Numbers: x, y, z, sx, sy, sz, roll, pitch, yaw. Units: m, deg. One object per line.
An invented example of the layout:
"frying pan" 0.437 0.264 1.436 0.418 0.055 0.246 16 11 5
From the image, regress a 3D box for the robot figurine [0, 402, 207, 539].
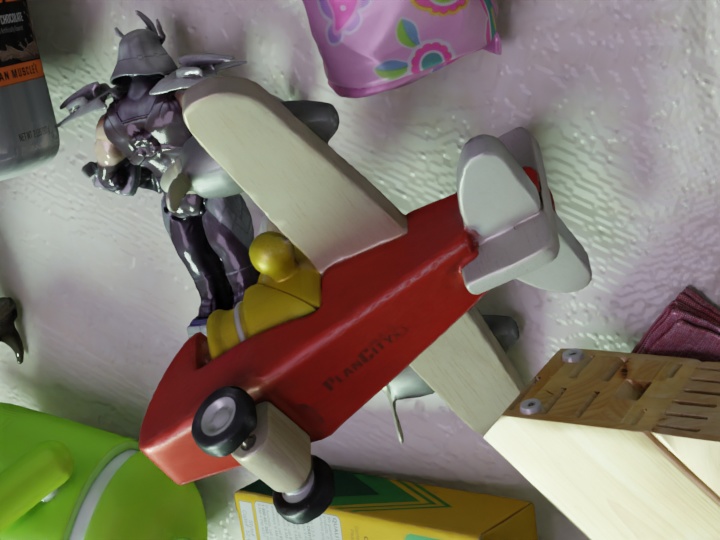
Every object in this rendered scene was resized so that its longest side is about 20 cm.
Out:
"robot figurine" -0.178 0.146 0.966 0.199 0.116 0.176 14 152 18

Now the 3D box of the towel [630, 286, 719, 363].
"towel" 0.191 0.117 0.760 0.200 0.023 0.144 37 131 12

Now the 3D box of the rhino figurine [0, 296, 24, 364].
"rhino figurine" -0.266 0.024 0.943 0.060 0.200 0.088 14 81 38

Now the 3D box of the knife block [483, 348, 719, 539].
"knife block" 0.166 0.130 0.727 0.199 0.064 0.176 4 118 34

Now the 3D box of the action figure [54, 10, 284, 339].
"action figure" -0.081 -0.035 0.841 0.130 0.069 0.201 -7 107 45

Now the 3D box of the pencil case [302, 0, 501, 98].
"pencil case" -0.001 -0.174 0.695 0.087 0.087 0.201 -3 114 36

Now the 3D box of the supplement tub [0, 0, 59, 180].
"supplement tub" -0.232 -0.138 0.838 0.122 0.122 0.201 -7 101 37

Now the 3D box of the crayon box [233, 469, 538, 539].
"crayon box" 0.029 0.178 0.865 0.199 0.051 0.126 4 108 41

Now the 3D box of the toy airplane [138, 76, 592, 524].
"toy airplane" 0.000 0.000 0.746 0.141 0.198 0.201 -125 38 -51
